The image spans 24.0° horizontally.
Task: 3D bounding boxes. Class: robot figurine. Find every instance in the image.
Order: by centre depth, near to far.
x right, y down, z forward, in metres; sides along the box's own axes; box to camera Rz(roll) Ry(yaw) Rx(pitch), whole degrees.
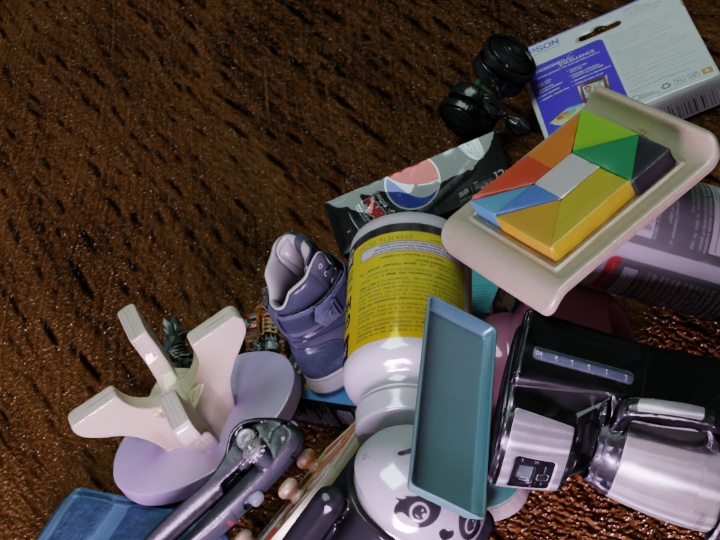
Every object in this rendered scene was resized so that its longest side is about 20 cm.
[{"bbox_3d":[0.021,0.220,1.381,0.201,0.125,0.150,-57,-12,29],"label":"robot figurine"}]

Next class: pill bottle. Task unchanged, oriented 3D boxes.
[{"bbox_3d":[0.041,0.058,1.468,0.111,0.113,0.201,-13,49,20],"label":"pill bottle"},{"bbox_3d":[0.288,-0.020,1.471,0.198,0.114,0.114,15,39,-10],"label":"pill bottle"}]

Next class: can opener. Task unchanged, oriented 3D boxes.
[{"bbox_3d":[-0.125,0.209,1.514,0.200,0.079,0.063,-45,46,-6],"label":"can opener"}]

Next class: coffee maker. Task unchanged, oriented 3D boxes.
[{"bbox_3d":[0.211,0.111,1.371,0.198,0.136,0.193,16,32,4],"label":"coffee maker"}]

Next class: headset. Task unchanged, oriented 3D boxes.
[{"bbox_3d":[0.148,-0.188,1.843,0.124,0.094,0.200,-54,2,12],"label":"headset"}]

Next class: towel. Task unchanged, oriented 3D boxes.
[{"bbox_3d":[-0.226,0.265,1.601,0.199,0.049,0.112,4,48,37],"label":"towel"}]

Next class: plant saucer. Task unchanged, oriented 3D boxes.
[{"bbox_3d":[0.073,0.109,1.351,0.019,0.069,0.201,-49,23,39],"label":"plant saucer"}]

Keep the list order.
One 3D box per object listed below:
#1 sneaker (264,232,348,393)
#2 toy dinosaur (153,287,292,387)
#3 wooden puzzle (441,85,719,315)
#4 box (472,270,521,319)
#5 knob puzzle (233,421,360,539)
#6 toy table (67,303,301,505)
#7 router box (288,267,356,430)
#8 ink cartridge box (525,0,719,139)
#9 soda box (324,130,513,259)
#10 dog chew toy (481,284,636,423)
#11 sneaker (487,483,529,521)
[{"bbox_3d":[0.000,0.001,1.594,0.202,0.147,0.077,-42,34,-16],"label":"sneaker"},{"bbox_3d":[-0.131,0.099,1.701,0.135,0.103,0.200,6,37,25],"label":"toy dinosaur"},{"bbox_3d":[0.175,-0.067,1.402,0.200,0.037,0.185,-43,33,-7],"label":"wooden puzzle"},{"bbox_3d":[0.148,-0.002,1.641,0.049,0.083,0.201,-5,42,33],"label":"box"},{"bbox_3d":[-0.056,0.193,1.484,0.220,0.030,0.220,-50,0,1],"label":"knob puzzle"},{"bbox_3d":[-0.166,0.119,1.583,0.200,0.117,0.184,-41,44,-9],"label":"toy table"},{"bbox_3d":[0.021,0.068,1.667,0.148,0.051,0.201,4,49,38],"label":"router box"},{"bbox_3d":[0.281,-0.213,1.843,0.197,0.044,0.201,-22,37,10],"label":"ink cartridge box"},{"bbox_3d":[0.068,-0.074,1.777,0.198,0.071,0.064,-23,75,9],"label":"soda box"},{"bbox_3d":[0.145,0.088,1.513,0.199,0.125,0.125,-22,35,24],"label":"dog chew toy"},{"bbox_3d":[0.043,0.187,1.484,0.198,0.080,0.072,-16,40,18],"label":"sneaker"}]
